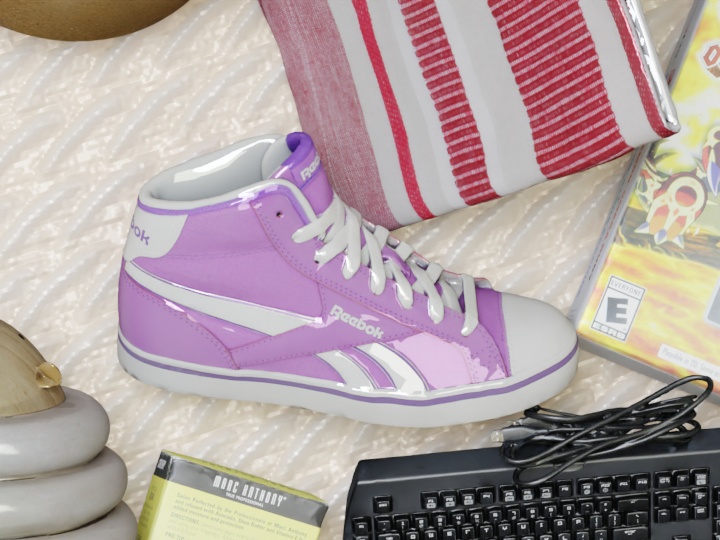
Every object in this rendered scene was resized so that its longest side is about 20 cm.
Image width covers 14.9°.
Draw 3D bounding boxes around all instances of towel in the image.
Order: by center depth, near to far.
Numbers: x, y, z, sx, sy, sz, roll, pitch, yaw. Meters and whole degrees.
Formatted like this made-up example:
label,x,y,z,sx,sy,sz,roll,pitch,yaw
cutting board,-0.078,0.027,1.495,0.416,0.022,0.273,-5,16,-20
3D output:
label,x,y,z,sx,sy,sz,roll,pitch,yaw
towel,0.035,-0.098,1.138,0.023,0.200,0.144,-22,93,-42

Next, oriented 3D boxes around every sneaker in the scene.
label,x,y,z,sx,sy,sz,roll,pitch,yaw
sneaker,0.000,0.000,1.156,0.200,0.073,0.115,3,121,-8

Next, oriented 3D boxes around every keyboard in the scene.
label,x,y,z,sx,sy,sz,roll,pitch,yaw
keyboard,0.091,0.104,1.188,0.199,0.040,0.104,-6,112,-3

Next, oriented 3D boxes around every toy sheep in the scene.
label,x,y,z,sx,sy,sz,roll,pitch,yaw
toy sheep,-0.156,0.115,1.127,0.137,0.138,0.201,-1,104,-10

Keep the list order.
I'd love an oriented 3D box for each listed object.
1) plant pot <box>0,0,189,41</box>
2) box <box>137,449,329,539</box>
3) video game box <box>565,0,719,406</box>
label,x,y,z,sx,sy,sz,roll,pitch,yaw
plant pot,-0.083,-0.204,1.081,0.186,0.200,0.187,6,78,-28
box,-0.079,0.183,1.178,0.075,0.050,0.201,17,86,-10
video game box,0.214,-0.017,1.227,0.200,0.047,0.183,22,83,-3
